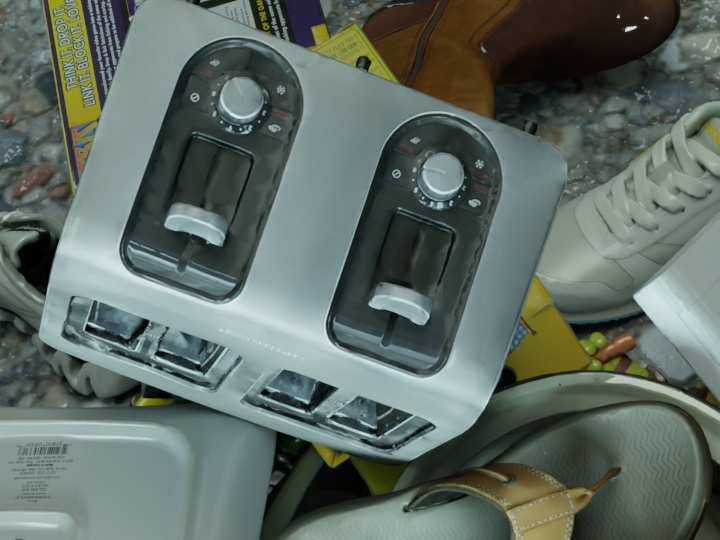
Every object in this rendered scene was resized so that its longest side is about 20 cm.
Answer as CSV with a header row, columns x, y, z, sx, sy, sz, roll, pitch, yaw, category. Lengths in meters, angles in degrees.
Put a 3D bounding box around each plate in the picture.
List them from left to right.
x,y,z,sx,sy,sz,roll,pitch,yaw,category
-0.144,0.131,0.828,0.197,0.032,0.201,-1,50,10,plate

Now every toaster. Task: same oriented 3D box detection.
x,y,z,sx,sy,sz,roll,pitch,yaw,category
-0.034,-0.010,0.800,0.179,0.200,0.120,21,74,-7,toaster

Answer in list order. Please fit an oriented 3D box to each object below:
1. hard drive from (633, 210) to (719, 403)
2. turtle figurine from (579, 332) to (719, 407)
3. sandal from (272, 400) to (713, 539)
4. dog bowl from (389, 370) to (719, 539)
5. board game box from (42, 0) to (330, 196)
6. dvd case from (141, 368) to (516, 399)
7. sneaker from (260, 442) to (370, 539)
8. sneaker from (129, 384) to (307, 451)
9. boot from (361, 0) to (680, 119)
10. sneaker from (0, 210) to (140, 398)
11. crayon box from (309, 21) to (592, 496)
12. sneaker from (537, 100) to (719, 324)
x,y,z,sx,sy,sz,roll,pitch,yaw,category
0.217,0.059,0.870,0.200,0.026,0.132,50,39,3,hard drive
0.197,0.068,0.939,0.199,0.065,0.162,25,61,18,turtle figurine
0.048,0.107,0.799,0.198,0.055,0.083,-14,77,11,sandal
0.104,0.148,0.846,0.198,0.074,0.202,-3,79,13,dog bowl
-0.095,-0.113,1.144,0.164,0.057,0.201,-16,51,1,board game box
-0.013,0.000,0.977,0.198,0.022,0.147,2,55,-14,dvd case
-0.008,0.151,0.921,0.106,0.075,0.200,36,43,-2,sneaker
-0.046,0.048,1.006,0.085,0.078,0.201,24,65,14,sneaker
0.074,-0.113,1.043,0.186,0.069,0.200,3,22,10,boot
-0.193,-0.006,1.063,0.199,0.081,0.075,22,61,27,sneaker
0.000,0.000,0.916,0.126,0.051,0.201,-31,78,-14,crayon box
0.167,-0.041,1.021,0.199,0.081,0.077,-25,53,-8,sneaker
